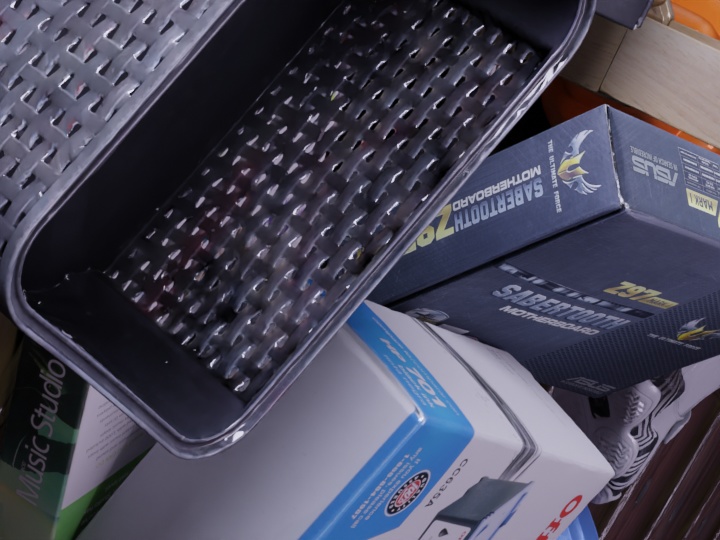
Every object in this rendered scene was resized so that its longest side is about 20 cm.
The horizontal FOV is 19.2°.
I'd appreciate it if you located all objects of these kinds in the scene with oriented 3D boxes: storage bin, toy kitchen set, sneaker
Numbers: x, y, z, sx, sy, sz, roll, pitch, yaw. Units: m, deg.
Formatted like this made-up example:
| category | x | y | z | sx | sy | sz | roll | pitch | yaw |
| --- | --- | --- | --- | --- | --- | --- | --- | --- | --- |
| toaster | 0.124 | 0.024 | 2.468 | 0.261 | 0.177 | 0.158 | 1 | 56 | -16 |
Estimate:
| category | x | y | z | sx | sy | sz | roll | pitch | yaw |
| --- | --- | --- | --- | --- | --- | --- | --- | --- | --- |
| storage bin | -0.038 | -0.061 | 0.639 | 0.200 | 0.094 | 0.135 | -49 | 144 | -5 |
| toy kitchen set | 0.176 | -0.161 | 0.975 | 0.201 | 0.180 | 0.163 | -65 | 162 | 8 |
| sneaker | 0.176 | 0.052 | 1.142 | 0.114 | 0.075 | 0.200 | -12 | 145 | -19 |

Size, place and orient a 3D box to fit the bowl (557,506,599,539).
| category | x | y | z | sx | sy | sz | roll | pitch | yaw |
| --- | --- | --- | --- | --- | --- | --- | --- | --- | --- |
| bowl | 0.075 | 0.184 | 1.243 | 0.039 | 0.201 | 0.201 | -5 | 131 | -27 |

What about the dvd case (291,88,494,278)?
| category | x | y | z | sx | sy | sz | roll | pitch | yaw |
| --- | --- | --- | --- | --- | --- | --- | --- | --- | --- |
| dvd case | 0.000 | 0.000 | 1.021 | 0.200 | 0.018 | 0.143 | -34 | 148 | -52 |

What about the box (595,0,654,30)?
| category | x | y | z | sx | sy | sz | roll | pitch | yaw |
| --- | --- | --- | --- | --- | --- | --- | --- | --- | --- |
| box | 0.067 | -0.188 | 0.761 | 0.200 | 0.049 | 0.162 | 15 | 105 | -47 |

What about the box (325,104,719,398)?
| category | x | y | z | sx | sy | sz | roll | pitch | yaw |
| --- | --- | --- | --- | --- | --- | --- | --- | --- | --- |
| box | 0.108 | -0.001 | 0.946 | 0.157 | 0.051 | 0.200 | -24 | 154 | 36 |

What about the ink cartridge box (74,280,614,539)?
| category | x | y | z | sx | sy | sz | roll | pitch | yaw |
| --- | --- | --- | --- | --- | --- | --- | --- | --- | --- |
| ink cartridge box | -0.001 | 0.097 | 0.875 | 0.147 | 0.086 | 0.200 | -50 | 151 | 11 |

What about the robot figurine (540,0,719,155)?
| category | x | y | z | sx | sy | sz | roll | pitch | yaw |
| --- | --- | --- | --- | --- | --- | --- | --- | --- | --- |
| robot figurine | 0.160 | -0.091 | 1.142 | 0.200 | 0.116 | 0.144 | 31 | 50 | -71 |

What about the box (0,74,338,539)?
| category | x | y | z | sx | sy | sz | roll | pitch | yaw |
| --- | --- | --- | --- | --- | --- | --- | --- | --- | --- |
| box | -0.076 | 0.013 | 0.825 | 0.144 | 0.036 | 0.201 | -35 | 149 | -50 |
